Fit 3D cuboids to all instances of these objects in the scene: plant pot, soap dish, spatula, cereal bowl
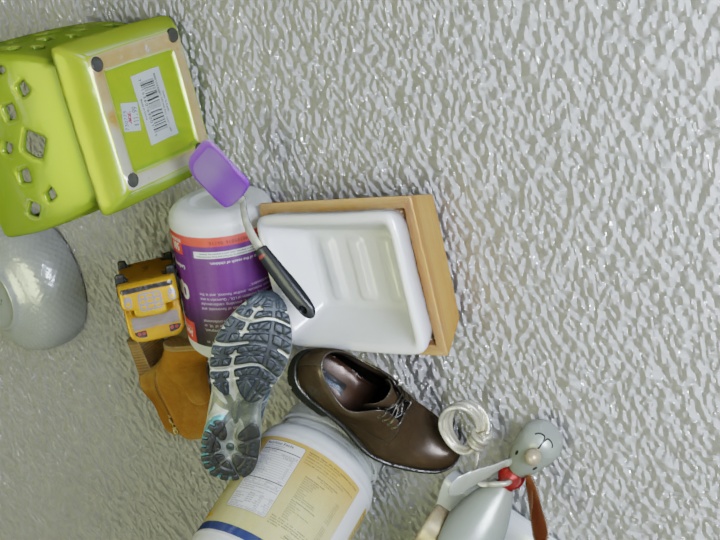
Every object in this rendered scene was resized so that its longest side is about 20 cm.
[{"bbox_3d":[-0.280,-0.162,1.186,0.180,0.199,0.202,-3,109,35],"label":"plant pot"},{"bbox_3d":[0.000,0.000,1.093,0.199,0.081,0.159,0,111,41],"label":"soap dish"},{"bbox_3d":[-0.104,-0.036,1.096,0.056,0.020,0.201,-36,85,45],"label":"spatula"},{"bbox_3d":[-0.468,0.022,1.524,0.199,0.083,0.202,20,124,32],"label":"cereal bowl"}]

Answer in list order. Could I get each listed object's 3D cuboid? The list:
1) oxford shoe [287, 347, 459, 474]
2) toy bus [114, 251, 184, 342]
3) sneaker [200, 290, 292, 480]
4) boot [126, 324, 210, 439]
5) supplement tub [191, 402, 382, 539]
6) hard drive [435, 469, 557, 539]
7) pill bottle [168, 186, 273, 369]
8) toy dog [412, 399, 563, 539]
[{"bbox_3d":[0.024,0.143,1.102,0.199,0.073,0.084,31,157,-16],"label":"oxford shoe"},{"bbox_3d":[-0.235,0.028,1.252,0.200,0.064,0.079,-143,43,-76],"label":"toy bus"},{"bbox_3d":[-0.123,0.108,1.148,0.077,0.086,0.202,16,106,-9],"label":"sneaker"},{"bbox_3d":[-0.200,0.137,1.361,0.200,0.071,0.145,-8,112,47],"label":"boot"},{"bbox_3d":[-0.074,0.255,1.186,0.143,0.201,0.145,23,144,18],"label":"supplement tub"},{"bbox_3d":[0.158,0.311,1.151,0.199,0.026,0.133,32,129,26],"label":"hard drive"},{"bbox_3d":[-0.139,0.017,1.203,0.112,0.112,0.202,13,119,37],"label":"pill bottle"},{"bbox_3d":[0.117,0.235,1.065,0.130,0.096,0.202,14,111,14],"label":"toy dog"}]
